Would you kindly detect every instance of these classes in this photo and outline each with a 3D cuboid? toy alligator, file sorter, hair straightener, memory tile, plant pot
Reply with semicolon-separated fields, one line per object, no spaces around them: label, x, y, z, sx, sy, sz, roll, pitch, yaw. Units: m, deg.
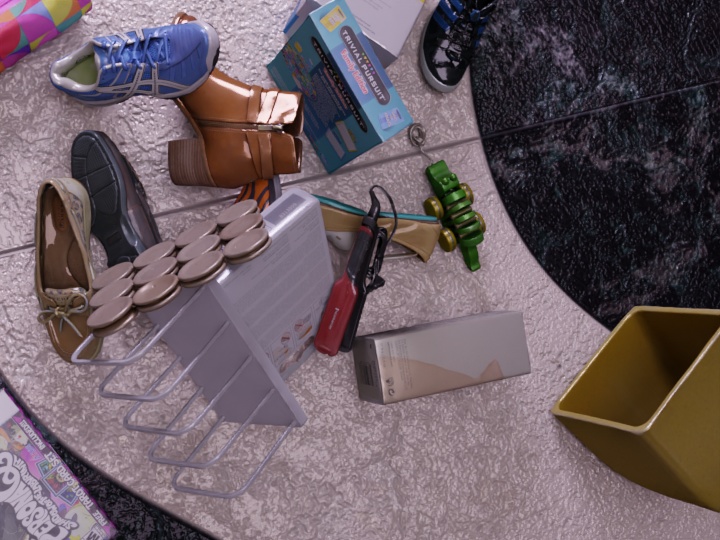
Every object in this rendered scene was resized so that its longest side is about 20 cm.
toy alligator;0.112;-0.094;1.238;0.059;0.054;0.203;-25;94;-19
file sorter;-0.179;0.123;1.032;0.125;0.137;0.202;-51;122;-35
hair straightener;0.000;0.000;1.164;0.040;0.077;0.204;18;99;26
memory tile;-0.184;-0.006;1.007;0.197;0.153;0.017;-27;113;-4
plant pot;0.404;0.187;1.253;0.196;0.194;0.201;-47;106;-16

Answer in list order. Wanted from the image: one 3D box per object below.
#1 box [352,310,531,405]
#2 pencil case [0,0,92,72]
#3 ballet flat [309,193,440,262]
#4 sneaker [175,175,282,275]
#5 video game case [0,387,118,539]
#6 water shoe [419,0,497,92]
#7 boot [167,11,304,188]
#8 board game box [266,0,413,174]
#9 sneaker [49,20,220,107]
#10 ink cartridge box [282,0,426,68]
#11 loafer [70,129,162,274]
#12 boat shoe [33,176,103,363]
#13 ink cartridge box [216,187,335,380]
box;0.097;0.102;1.199;0.196;0.095;0.080;-9;90;-18
pencil case;-0.383;-0.268;1.067;0.200;0.088;0.089;-44;99;-16
ballet flat;0.004;-0.047;1.194;0.196;0.069;0.064;10;97;-17
sneaker;-0.153;-0.036;1.131;0.110;0.077;0.205;8;83;-19
video game case;-0.387;0.261;1.049;0.181;0.036;0.201;-39;99;-16
water shoe;0.130;-0.326;1.250;0.070;0.079;0.204;20;80;-16
boot;-0.140;-0.194;1.110;0.152;0.077;0.205;-4;81;12
board game box;-0.028;-0.201;1.122;0.047;0.200;0.153;-33;97;-18
sneaker;-0.241;-0.218;1.063;0.196;0.077;0.077;-14;88;19
ink cartridge box;0.016;-0.353;1.187;0.124;0.128;0.203;29;76;-14
loafer;-0.263;-0.060;1.111;0.063;0.071;0.204;-25;97;-60
boat shoe;-0.320;0.002;1.064;0.072;0.063;0.205;-8;93;2
ink cartridge box;-0.098;0.033;1.110;0.160;0.047;0.202;-43;143;-31
